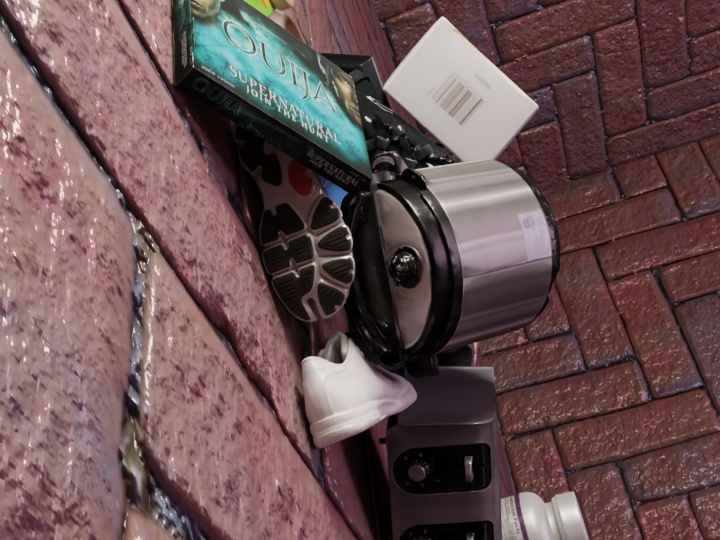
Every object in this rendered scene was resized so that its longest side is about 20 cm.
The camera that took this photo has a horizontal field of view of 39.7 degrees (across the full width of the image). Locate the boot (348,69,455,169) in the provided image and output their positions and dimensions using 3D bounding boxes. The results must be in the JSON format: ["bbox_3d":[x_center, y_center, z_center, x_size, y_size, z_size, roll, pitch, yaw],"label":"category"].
[{"bbox_3d":[0.032,-0.155,1.138,0.161,0.074,0.198,34,16,3],"label":"boot"}]

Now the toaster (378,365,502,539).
[{"bbox_3d":[0.087,0.207,1.048,0.200,0.117,0.184,-70,158,-73],"label":"toaster"}]

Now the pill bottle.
[{"bbox_3d":[0.179,0.338,1.224,0.112,0.197,0.114,-17,90,-81],"label":"pill bottle"}]

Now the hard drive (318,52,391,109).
[{"bbox_3d":[-0.006,-0.190,1.320,0.139,0.033,0.202,17,-42,47],"label":"hard drive"}]

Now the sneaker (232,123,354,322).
[{"bbox_3d":[-0.053,-0.053,0.898,0.083,0.079,0.203,59,16,-78],"label":"sneaker"}]

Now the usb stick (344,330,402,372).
[{"bbox_3d":[0.020,0.088,1.080,0.199,0.032,0.056,-4,93,-67],"label":"usb stick"}]

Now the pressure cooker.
[{"bbox_3d":[0.066,-0.013,0.939,0.176,0.198,0.180,52,-41,32],"label":"pressure cooker"}]

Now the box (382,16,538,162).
[{"bbox_3d":[0.115,-0.212,1.204,0.152,0.107,0.200,40,11,-7],"label":"box"}]

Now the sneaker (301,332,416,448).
[{"bbox_3d":[-0.004,0.099,0.923,0.090,0.074,0.200,67,14,6],"label":"sneaker"}]

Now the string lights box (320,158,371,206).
[{"bbox_3d":[0.017,-0.082,1.128,0.102,0.059,0.200,26,15,-25],"label":"string lights box"}]

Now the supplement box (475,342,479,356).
[{"bbox_3d":[0.107,0.143,1.288,0.067,0.068,0.203,-33,135,-81],"label":"supplement box"}]

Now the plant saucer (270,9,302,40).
[{"bbox_3d":[-0.079,-0.225,1.177,0.200,0.036,0.203,-17,91,-80],"label":"plant saucer"}]

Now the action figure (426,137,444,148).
[{"bbox_3d":[0.063,-0.064,1.252,0.118,0.054,0.203,-141,-124,-59],"label":"action figure"}]

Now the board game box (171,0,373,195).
[{"bbox_3d":[-0.074,-0.161,0.845,0.199,0.028,0.137,28,39,-40],"label":"board game box"}]

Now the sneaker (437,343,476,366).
[{"bbox_3d":[0.093,0.050,1.193,0.096,0.078,0.203,-90,163,-75],"label":"sneaker"}]

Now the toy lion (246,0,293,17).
[{"bbox_3d":[-0.139,-0.328,0.934,0.192,0.068,0.203,-64,138,-67],"label":"toy lion"}]
